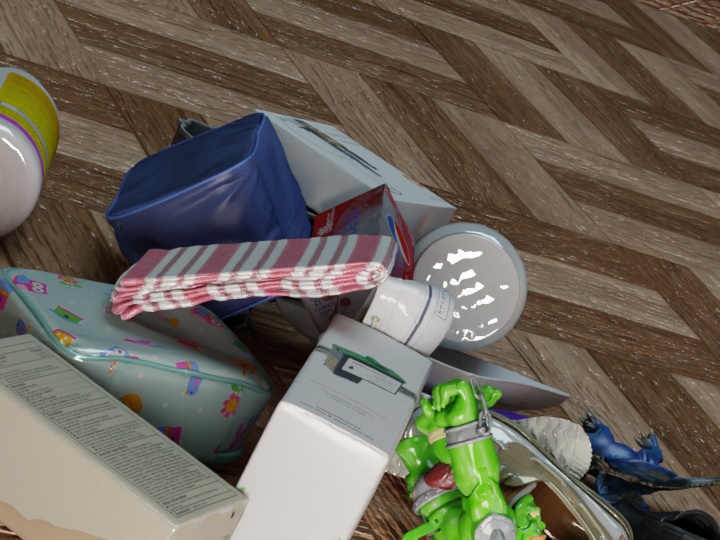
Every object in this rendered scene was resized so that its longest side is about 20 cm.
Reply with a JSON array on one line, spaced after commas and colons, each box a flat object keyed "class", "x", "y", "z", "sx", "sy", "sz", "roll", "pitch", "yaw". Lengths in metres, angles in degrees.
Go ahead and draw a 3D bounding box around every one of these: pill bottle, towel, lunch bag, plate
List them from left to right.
[{"class": "pill bottle", "x": -0.303, "y": -0.105, "z": 1.855, "sx": 0.104, "sy": 0.105, "sz": 0.200, "roll": 24, "pitch": 19, "yaw": -9}, {"class": "lunch bag", "x": -0.171, "y": 0.066, "z": 1.624, "sx": 0.200, "sy": 0.077, "sz": 0.160, "roll": 14, "pitch": 17, "yaw": -39}, {"class": "lunch bag", "x": -0.114, "y": -0.027, "z": 1.822, "sx": 0.200, "sy": 0.135, "sz": 0.133, "roll": -77, "pitch": 145, "yaw": -69}, {"class": "towel", "x": -0.072, "y": 0.002, "z": 1.630, "sx": 0.199, "sy": 0.030, "sz": 0.146, "roll": -4, "pitch": 10, "yaw": 5}, {"class": "plate", "x": 0.051, "y": 0.077, "z": 1.883, "sx": 0.199, "sy": 0.032, "sz": 0.200, "roll": 20, "pitch": 2, "yaw": 30}, {"class": "pill bottle", "x": 0.088, "y": 0.013, "z": 1.944, "sx": 0.109, "sy": 0.110, "sz": 0.200, "roll": 27, "pitch": 2, "yaw": 0}]

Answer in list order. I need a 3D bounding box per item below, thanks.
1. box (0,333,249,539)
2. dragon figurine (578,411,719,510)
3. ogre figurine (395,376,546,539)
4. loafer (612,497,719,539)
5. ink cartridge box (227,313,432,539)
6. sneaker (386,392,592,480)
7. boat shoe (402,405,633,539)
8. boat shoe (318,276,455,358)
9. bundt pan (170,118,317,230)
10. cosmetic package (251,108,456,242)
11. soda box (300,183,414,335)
[{"class": "box", "x": -0.182, "y": 0.129, "z": 1.445, "sx": 0.200, "sy": 0.078, "sz": 0.095, "roll": 35, "pitch": 21, "yaw": 22}, {"class": "dragon figurine", "x": 0.228, "y": 0.174, "z": 1.905, "sx": 0.199, "sy": 0.059, "sz": 0.099, "roll": 23, "pitch": 19, "yaw": -11}, {"class": "ogre figurine", "x": 0.070, "y": 0.161, "z": 1.584, "sx": 0.098, "sy": 0.200, "sz": 0.120, "roll": -5, "pitch": 65, "yaw": -30}, {"class": "loafer", "x": 0.251, "y": 0.218, "z": 1.764, "sx": 0.068, "sy": 0.070, "sz": 0.201, "roll": 39, "pitch": 2, "yaw": -20}, {"class": "ink cartridge box", "x": -0.028, "y": 0.133, "z": 1.537, "sx": 0.084, "sy": 0.146, "sz": 0.200, "roll": 27, "pitch": 18, "yaw": 1}, {"class": "sneaker", "x": 0.077, "y": 0.139, "z": 1.797, "sx": 0.199, "sy": 0.070, "sz": 0.100, "roll": 12, "pitch": -6, "yaw": -4}, {"class": "boat shoe", "x": 0.116, "y": 0.165, "z": 1.700, "sx": 0.200, "sy": 0.075, "sz": 0.068, "roll": 30, "pitch": 13, "yaw": 6}, {"class": "boat shoe", "x": -0.003, "y": 0.065, "z": 1.675, "sx": 0.067, "sy": 0.200, "sz": 0.074, "roll": 27, "pitch": 41, "yaw": -13}, {"class": "bundt pan", "x": -0.093, "y": -0.054, "z": 2.015, "sx": 0.201, "sy": 0.076, "sz": 0.202, "roll": 30, "pitch": 9, "yaw": -5}, {"class": "cosmetic package", "x": -0.012, "y": -0.080, "z": 2.024, "sx": 0.151, "sy": 0.052, "sz": 0.200, "roll": 36, "pitch": 10, "yaw": 16}, {"class": "soda box", "x": 0.000, "y": 0.000, "z": 1.802, "sx": 0.064, "sy": 0.070, "sz": 0.200, "roll": 62, "pitch": 12, "yaw": -16}]
